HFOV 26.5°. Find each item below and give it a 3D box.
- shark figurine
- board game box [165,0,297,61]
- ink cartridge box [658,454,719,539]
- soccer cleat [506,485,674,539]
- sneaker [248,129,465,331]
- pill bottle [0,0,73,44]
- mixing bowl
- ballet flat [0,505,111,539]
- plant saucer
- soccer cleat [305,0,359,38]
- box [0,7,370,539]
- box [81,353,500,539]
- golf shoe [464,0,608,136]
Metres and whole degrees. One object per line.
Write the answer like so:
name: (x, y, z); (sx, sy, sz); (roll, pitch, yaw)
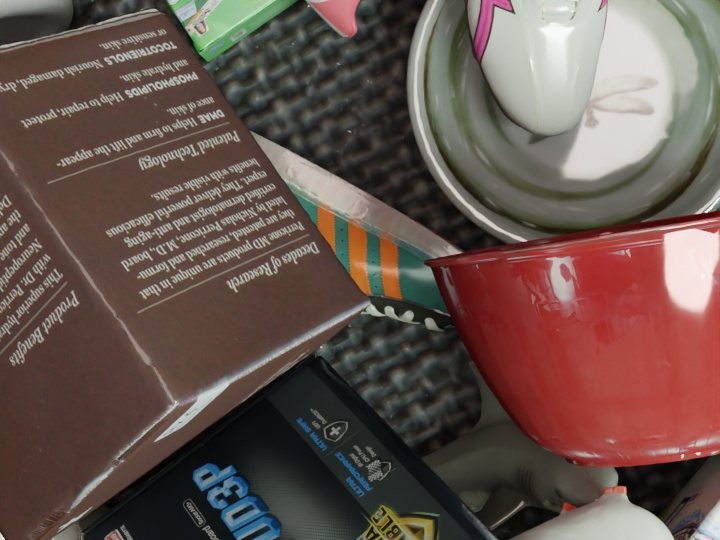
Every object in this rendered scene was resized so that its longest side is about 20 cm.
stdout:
shark figurine: (0.052, 0.098, 0.839); (0.214, 0.128, 0.090); (-12, 95, 31)
board game box: (-0.047, -0.235, 0.897); (0.200, 0.029, 0.135); (-34, 85, 2)
ink cartridge box: (0.209, 0.185, 0.784); (0.147, 0.145, 0.200); (40, 91, 6)
soccer cleat: (0.065, 0.170, 0.745); (0.069, 0.078, 0.200); (41, 129, -22)
sneaker: (0.000, 0.000, 0.859); (0.200, 0.071, 0.080); (30, 92, 13)
pill bottle: (-0.250, -0.215, 0.873); (0.115, 0.116, 0.200); (-22, 84, 4)
mixing bowl: (0.136, 0.031, 0.729); (0.199, 0.200, 0.109); (-9, 90, 5)
ballet flat: (-0.220, 0.146, 0.871); (0.199, 0.064, 0.068); (18, 88, 6)
plant saucer: (0.126, -0.103, 0.860); (0.199, 0.050, 0.201); (0, 86, 5)
soccer cleat: (0.049, -0.209, 0.846); (0.200, 0.067, 0.077); (-32, 106, 0)
box: (-0.141, 0.001, 0.794); (0.166, 0.164, 0.200); (-40, 82, 37)
box: (-0.031, 0.144, 0.741); (0.159, 0.200, 0.046); (-37, 127, -8)
golf shoe: (0.092, -0.164, 0.780); (0.072, 0.092, 0.201); (-6, 104, -4)
